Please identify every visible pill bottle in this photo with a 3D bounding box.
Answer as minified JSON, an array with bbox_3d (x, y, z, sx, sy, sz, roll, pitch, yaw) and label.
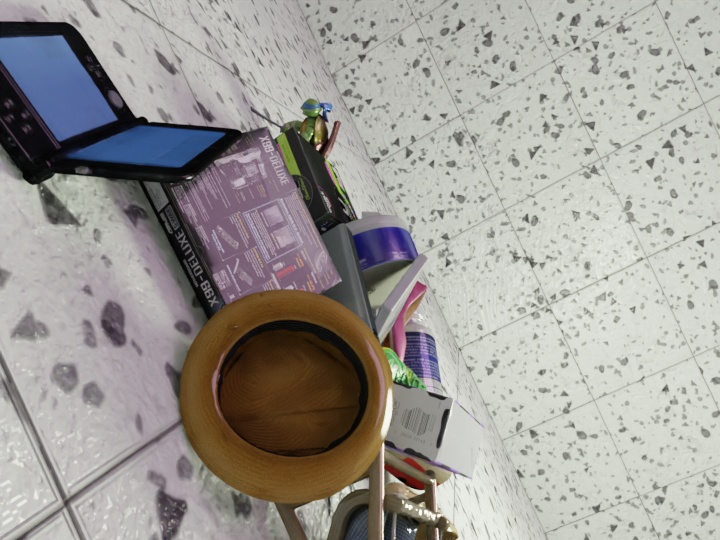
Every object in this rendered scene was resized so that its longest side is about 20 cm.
[{"bbox_3d":[0.091,0.171,1.047,0.120,0.116,0.205,47,33,-53],"label":"pill bottle"}]

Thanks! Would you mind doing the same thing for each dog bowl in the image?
[{"bbox_3d":[0.000,0.000,0.887,0.081,0.196,0.200,67,12,21],"label":"dog bowl"}]

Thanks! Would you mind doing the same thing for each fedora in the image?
[{"bbox_3d":[-0.068,0.117,0.513,0.205,0.195,0.082,68,-24,18],"label":"fedora"}]

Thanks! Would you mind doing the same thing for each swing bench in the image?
[{"bbox_3d":[0.025,0.305,0.542,0.199,0.127,0.204,48,20,-54],"label":"swing bench"}]

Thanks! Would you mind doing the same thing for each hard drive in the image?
[{"bbox_3d":[-0.055,0.047,0.691,0.033,0.137,0.203,47,20,-44],"label":"hard drive"}]

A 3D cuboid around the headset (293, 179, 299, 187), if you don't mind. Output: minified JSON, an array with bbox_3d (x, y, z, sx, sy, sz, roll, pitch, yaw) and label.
[{"bbox_3d":[-0.119,-0.031,0.683,0.124,0.092,0.204,52,28,-44],"label":"headset"}]

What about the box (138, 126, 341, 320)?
[{"bbox_3d":[-0.125,-0.042,0.599,0.156,0.049,0.204,-31,96,-44],"label":"box"}]

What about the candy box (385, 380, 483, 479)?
[{"bbox_3d":[0.038,0.185,0.687,0.168,0.195,0.073,46,60,-55],"label":"candy box"}]

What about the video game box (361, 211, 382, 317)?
[{"bbox_3d":[0.027,-0.007,1.116,0.182,0.045,0.207,0,92,-85],"label":"video game box"}]

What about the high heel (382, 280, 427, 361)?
[{"bbox_3d":[0.087,0.096,0.991,0.203,0.093,0.069,-94,-167,-48],"label":"high heel"}]

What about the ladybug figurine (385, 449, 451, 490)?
[{"bbox_3d":[0.070,0.285,0.858,0.200,0.072,0.135,46,-8,-34],"label":"ladybug figurine"}]

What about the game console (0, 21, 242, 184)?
[{"bbox_3d":[-0.212,-0.153,0.473,0.179,0.114,0.201,60,12,-20],"label":"game console"}]

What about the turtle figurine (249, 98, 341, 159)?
[{"bbox_3d":[-0.135,-0.230,1.077,0.143,0.196,0.199,34,-39,48],"label":"turtle figurine"}]

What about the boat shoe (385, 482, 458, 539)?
[{"bbox_3d":[0.097,0.379,0.846,0.201,0.070,0.066,51,18,-45],"label":"boat shoe"}]

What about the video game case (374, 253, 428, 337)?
[{"bbox_3d":[0.035,0.083,0.833,0.018,0.203,0.143,31,41,9],"label":"video game case"}]

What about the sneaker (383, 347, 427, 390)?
[{"bbox_3d":[0.067,0.183,0.857,0.083,0.075,0.200,26,-11,41],"label":"sneaker"}]

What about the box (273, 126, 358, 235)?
[{"bbox_3d":[-0.093,-0.103,0.877,0.152,0.122,0.199,65,13,15],"label":"box"}]
